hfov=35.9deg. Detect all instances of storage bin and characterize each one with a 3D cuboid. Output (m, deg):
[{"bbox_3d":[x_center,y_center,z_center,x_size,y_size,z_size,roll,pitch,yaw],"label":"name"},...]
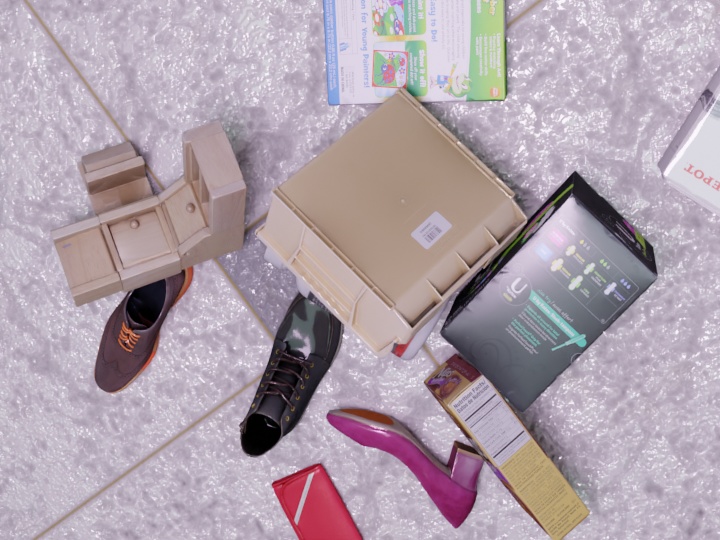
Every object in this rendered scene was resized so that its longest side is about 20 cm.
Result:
[{"bbox_3d":[0.034,-0.049,1.132,0.198,0.199,0.094,44,152,11],"label":"storage bin"}]

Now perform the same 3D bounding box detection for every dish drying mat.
[{"bbox_3d":[-0.034,0.336,1.363,0.076,0.018,0.202,-25,98,15],"label":"dish drying mat"}]

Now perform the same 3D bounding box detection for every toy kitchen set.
[{"bbox_3d":[-0.243,-0.093,1.188,0.197,0.181,0.165,-20,75,-14],"label":"toy kitchen set"}]

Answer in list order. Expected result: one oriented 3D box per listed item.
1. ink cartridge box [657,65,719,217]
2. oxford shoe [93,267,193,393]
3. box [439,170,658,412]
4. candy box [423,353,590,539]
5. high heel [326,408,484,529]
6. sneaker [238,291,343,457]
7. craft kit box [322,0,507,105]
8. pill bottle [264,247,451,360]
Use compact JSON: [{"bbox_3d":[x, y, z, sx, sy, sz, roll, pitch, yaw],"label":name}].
[{"bbox_3d":[0.412,-0.147,1.118,0.145,0.083,0.202,31,107,2],"label":"ink cartridge box"},{"bbox_3d":[-0.270,0.066,1.312,0.070,0.073,0.202,30,108,2],"label":"oxford shoe"},{"bbox_3d":[0.199,0.019,1.168,0.124,0.149,0.200,42,108,0],"label":"box"},{"bbox_3d":[0.158,0.192,1.223,0.056,0.117,0.201,-38,101,-4],"label":"candy box"},{"bbox_3d":[0.044,0.229,1.296,0.197,0.067,0.098,19,97,-8],"label":"high heel"},{"bbox_3d":[-0.076,0.117,1.269,0.074,0.106,0.203,20,107,5],"label":"sneaker"},{"bbox_3d":[0.058,-0.280,1.177,0.194,0.049,0.204,1,104,13],"label":"craft kit box"},{"bbox_3d":[0.000,0.000,1.220,0.198,0.116,0.117,32,108,1],"label":"pill bottle"}]
